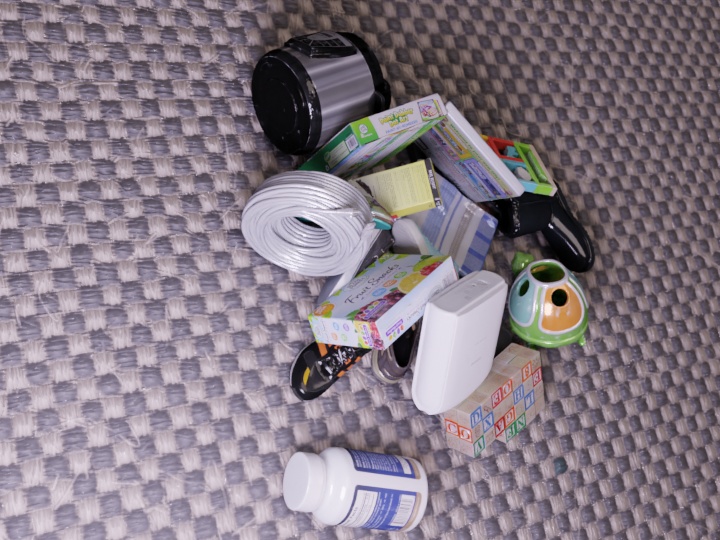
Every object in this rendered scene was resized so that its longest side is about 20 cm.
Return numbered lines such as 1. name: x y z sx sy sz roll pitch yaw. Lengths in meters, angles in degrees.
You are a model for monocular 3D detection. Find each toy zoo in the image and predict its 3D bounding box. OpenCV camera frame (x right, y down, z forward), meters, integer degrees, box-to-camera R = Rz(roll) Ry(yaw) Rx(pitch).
1. toy zoo: 0.256 -0.199 1.898 0.198 0.021 0.132 8 41 -26

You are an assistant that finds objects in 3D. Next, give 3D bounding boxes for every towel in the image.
1. towel: 0.150 -0.086 1.803 0.199 0.024 0.148 37 57 -18

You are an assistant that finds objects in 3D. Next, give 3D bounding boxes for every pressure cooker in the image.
1. pressure cooker: -0.057 -0.292 1.671 0.199 0.178 0.177 -24 87 -33

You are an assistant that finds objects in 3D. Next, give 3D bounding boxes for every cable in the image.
1. cable: -0.079 -0.071 1.561 0.198 0.201 0.070 17 56 -2

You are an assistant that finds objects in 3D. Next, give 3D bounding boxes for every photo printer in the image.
1. photo printer: 0.151 0.118 1.587 0.069 0.202 0.166 25 32 29

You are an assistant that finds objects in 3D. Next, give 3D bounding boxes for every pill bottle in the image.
1. pill bottle: -0.009 0.320 1.516 0.198 0.111 0.112 14 66 -29

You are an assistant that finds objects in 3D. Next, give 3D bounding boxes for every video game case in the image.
1. video game case: 0.171 -0.197 1.765 0.200 0.182 0.022 46 74 -15

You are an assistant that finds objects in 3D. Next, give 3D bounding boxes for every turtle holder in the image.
1. turtle holder: 0.328 0.045 1.803 0.186 0.139 0.133 -71 157 -53

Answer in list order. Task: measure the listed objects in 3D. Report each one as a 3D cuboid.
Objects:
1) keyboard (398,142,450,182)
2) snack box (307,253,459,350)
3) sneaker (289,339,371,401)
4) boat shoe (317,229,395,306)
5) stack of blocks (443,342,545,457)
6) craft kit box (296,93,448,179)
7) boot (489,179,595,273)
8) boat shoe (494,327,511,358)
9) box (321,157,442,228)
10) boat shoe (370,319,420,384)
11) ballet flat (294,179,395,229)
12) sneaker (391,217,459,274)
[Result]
1. keyboard: 0.122 -0.133 1.828 0.126 0.021 0.202 -9 77 -36
2. snack box: 0.036 0.043 1.565 0.200 0.141 0.053 -38 117 -40
3. sneaker: -0.030 0.120 1.589 0.070 0.090 0.200 52 53 -6
4. boat shoe: 0.000 0.000 1.673 0.066 0.070 0.201 41 48 -12
5. stack of blocks: 0.223 0.223 1.706 0.199 0.058 0.116 -34 126 -37
6. craft kit box: 0.013 -0.203 1.669 0.196 0.200 0.049 -22 84 -37
7. boot: 0.329 -0.074 1.905 0.167 0.076 0.202 -13 74 -40
8. boat shoe: 0.199 0.153 1.748 0.201 0.063 0.074 -31 89 -39
9. box: 0.029 -0.117 1.667 0.198 0.050 0.076 -16 77 5
10. boat shoe: 0.069 0.084 1.678 0.074 0.073 0.202 17 64 -27
11. ballet flat: -0.041 -0.108 1.620 0.198 0.069 0.072 4 72 15
12. sneaker: 0.121 -0.007 1.750 0.082 0.074 0.202 -34 105 -36
